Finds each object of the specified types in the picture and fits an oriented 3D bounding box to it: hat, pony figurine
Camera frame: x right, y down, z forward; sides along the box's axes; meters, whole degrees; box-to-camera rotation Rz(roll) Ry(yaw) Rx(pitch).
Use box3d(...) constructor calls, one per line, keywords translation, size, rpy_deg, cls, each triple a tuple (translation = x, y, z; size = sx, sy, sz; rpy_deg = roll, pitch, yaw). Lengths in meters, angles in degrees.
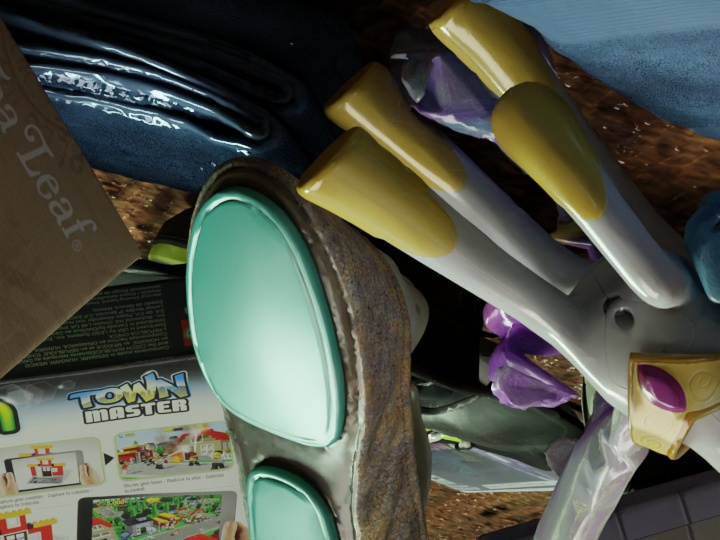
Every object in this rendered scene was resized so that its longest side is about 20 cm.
box3d(translation=(0.000, 0.000, 0.942), size=(0.199, 0.081, 0.201), rpy_deg=(19, 172, 3), cls="hat")
box3d(translation=(0.077, 0.013, 0.734), size=(0.200, 0.167, 0.193), rpy_deg=(45, -168, -8), cls="pony figurine")

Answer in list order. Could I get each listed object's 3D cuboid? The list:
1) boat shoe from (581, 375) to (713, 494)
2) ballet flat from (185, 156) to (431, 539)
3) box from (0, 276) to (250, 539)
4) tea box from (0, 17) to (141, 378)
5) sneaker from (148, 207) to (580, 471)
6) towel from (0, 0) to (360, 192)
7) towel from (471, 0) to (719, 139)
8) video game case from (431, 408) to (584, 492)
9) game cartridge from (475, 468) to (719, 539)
box3d(translation=(0.123, 0.065, 1.083), size=(0.067, 0.072, 0.200), rpy_deg=(-9, 171, 0), cls="boat shoe")
box3d(translation=(-0.008, 0.039, 0.814), size=(0.068, 0.067, 0.201), rpy_deg=(23, 134, 31), cls="ballet flat")
box3d(translation=(-0.134, 0.061, 0.861), size=(0.199, 0.035, 0.110), rpy_deg=(-7, 138, -5), cls="box")
box3d(translation=(-0.198, -0.046, 0.705), size=(0.196, 0.134, 0.201), rpy_deg=(-3, 124, 51), cls="tea box")
box3d(translation=(-0.009, 0.049, 1.093), size=(0.199, 0.083, 0.072), rpy_deg=(26, 172, 2), cls="sneaker")
box3d(translation=(-0.098, -0.064, 0.835), size=(0.199, 0.049, 0.112), rpy_deg=(14, 167, 12), cls="towel")
box3d(translation=(0.058, -0.082, 0.598), size=(0.199, 0.049, 0.111), rpy_deg=(26, 164, -35), cls="towel")
box3d(translation=(0.027, 0.071, 1.320), size=(0.181, 0.023, 0.200), rpy_deg=(23, 166, -23), cls="video game case")
box3d(translation=(0.100, 0.091, 0.933), size=(0.129, 0.039, 0.200), rpy_deg=(-11, 173, -1), cls="game cartridge")
